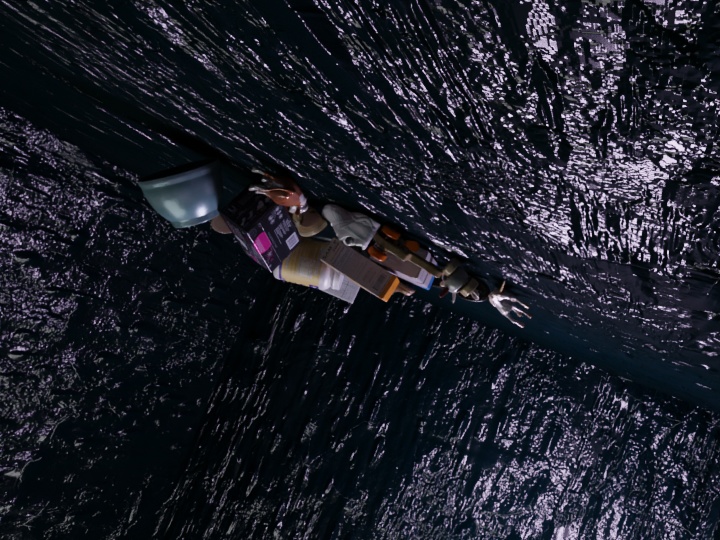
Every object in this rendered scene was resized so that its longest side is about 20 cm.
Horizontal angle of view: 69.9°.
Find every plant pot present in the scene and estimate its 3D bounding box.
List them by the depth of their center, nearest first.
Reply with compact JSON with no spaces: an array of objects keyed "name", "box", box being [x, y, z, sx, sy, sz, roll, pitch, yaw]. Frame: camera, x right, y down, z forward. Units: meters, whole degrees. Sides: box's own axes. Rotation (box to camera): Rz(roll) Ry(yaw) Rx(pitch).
[{"name":"plant pot","box":[-0.427,-0.186,1.276,0.200,0.135,0.200,-12,-160,5]}]

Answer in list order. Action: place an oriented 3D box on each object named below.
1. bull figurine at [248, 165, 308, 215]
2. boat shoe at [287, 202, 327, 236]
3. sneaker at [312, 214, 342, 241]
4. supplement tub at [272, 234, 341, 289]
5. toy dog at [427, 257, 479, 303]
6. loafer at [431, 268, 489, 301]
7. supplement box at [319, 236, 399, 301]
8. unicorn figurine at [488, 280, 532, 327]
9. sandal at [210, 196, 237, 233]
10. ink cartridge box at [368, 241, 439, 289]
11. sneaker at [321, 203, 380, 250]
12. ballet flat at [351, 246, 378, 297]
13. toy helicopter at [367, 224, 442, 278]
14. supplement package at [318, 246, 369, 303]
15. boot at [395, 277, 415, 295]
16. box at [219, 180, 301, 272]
[{"name":"bull figurine","box":[-0.182,-0.180,1.178,0.121,0.065,0.200,20,175,0]},{"name":"boat shoe","box":[-0.150,-0.143,1.357,0.069,0.074,0.200,61,166,-26]},{"name":"sneaker","box":[-0.093,-0.115,1.504,0.200,0.077,0.081,22,178,38]},{"name":"supplement tub","box":[-0.146,-0.025,1.530,0.199,0.146,0.145,14,175,4]},{"name":"toy dog","box":[0.233,0.037,1.342,0.132,0.096,0.200,48,178,22]},{"name":"loafer","box":[0.287,0.035,1.479,0.200,0.073,0.071,23,-170,37]},{"name":"supplement box","box":[0.000,0.000,1.380,0.200,0.074,0.126,33,179,11]},{"name":"unicorn figurine","box":[0.400,0.089,1.405,0.137,0.074,0.200,34,-179,-2]},{"name":"sandal","box":[-0.328,-0.168,1.410,0.070,0.211,0.078,26,137,40]},{"name":"ink cartridge box","box":[0.125,-0.023,1.418,0.144,0.084,0.200,23,177,19]},{"name":"sneaker","box":[-0.039,-0.108,1.246,0.070,0.080,0.200,25,180,-41]},{"name":"ballet flat","box":[0.013,-0.005,1.478,0.200,0.074,0.074,49,-175,18]},{"name":"toy helicopter","box":[0.113,-0.042,1.264,0.200,0.079,0.132,31,-168,-7]},{"name":"supplement package","box":[-0.079,-0.024,1.701,0.199,0.147,0.191,23,-160,-3]},{"name":"boot","box":[0.086,0.050,1.531,0.073,0.076,0.200,23,-179,-37]},{"name":"box","box":[-0.259,-0.115,1.364,0.115,0.132,0.200,34,161,26]}]
